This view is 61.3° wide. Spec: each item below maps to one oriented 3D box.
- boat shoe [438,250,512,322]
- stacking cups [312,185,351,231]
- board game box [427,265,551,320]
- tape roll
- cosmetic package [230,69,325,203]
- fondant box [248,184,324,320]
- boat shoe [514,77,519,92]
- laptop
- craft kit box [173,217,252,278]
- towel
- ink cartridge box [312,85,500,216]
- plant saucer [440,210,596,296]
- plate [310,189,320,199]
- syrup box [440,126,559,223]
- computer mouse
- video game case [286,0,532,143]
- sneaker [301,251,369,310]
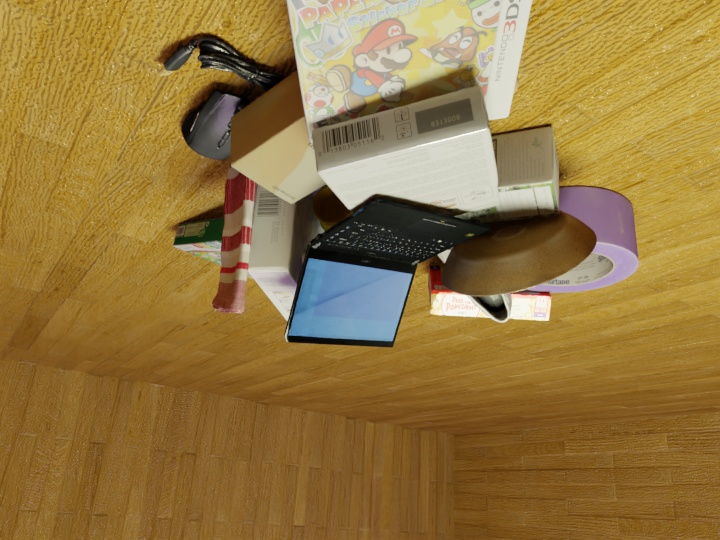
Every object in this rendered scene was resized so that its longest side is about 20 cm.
[{"bbox_3d":[0.173,-0.006,0.934,0.073,0.066,0.200,-39,105,19],"label":"boat shoe"},{"bbox_3d":[-0.024,-0.050,0.890,0.059,0.062,0.201,1,158,8],"label":"stacking cups"},{"bbox_3d":[0.218,0.037,1.064,0.195,0.047,0.152,2,-163,4],"label":"board game box"},{"bbox_3d":[0.308,-0.040,0.914,0.195,0.087,0.201,4,159,1],"label":"tape roll"},{"bbox_3d":[-0.036,-0.158,0.646,0.198,0.072,0.104,-25,145,32],"label":"cosmetic package"},{"bbox_3d":[-0.095,-0.029,0.843,0.057,0.147,0.201,-1,157,10],"label":"fondant box"},{"bbox_3d":[0.091,-0.160,0.664,0.068,0.075,0.199,20,153,-23],"label":"boat shoe"},{"bbox_3d":[0.030,0.014,0.707,0.175,0.105,0.199,7,158,-38],"label":"laptop"},{"bbox_3d":[-0.184,-0.032,1.036,0.198,0.050,0.196,-2,163,44],"label":"craft kit box"},{"bbox_3d":[-0.160,-0.048,0.774,0.022,0.205,0.144,6,174,-21],"label":"towel"},{"bbox_3d":[0.058,-0.100,0.620,0.157,0.048,0.200,-12,164,13],"label":"ink cartridge box"},{"bbox_3d":[0.191,-0.033,0.763,0.197,0.200,0.036,-10,112,31],"label":"plant saucer"},{"bbox_3d":[-0.081,-0.101,0.902,0.195,0.033,0.200,9,157,-10],"label":"plate"},{"bbox_3d":[0.145,-0.111,0.765,0.196,0.083,0.079,-4,153,23],"label":"syrup box"},{"bbox_3d":[-0.173,-0.181,0.696,0.139,0.047,0.198,20,153,-38],"label":"computer mouse"},{"bbox_3d":[0.042,-0.191,0.513,0.196,0.023,0.183,-7,146,-1],"label":"video game case"},{"bbox_3d":[0.000,0.000,0.814,0.078,0.081,0.198,10,-161,43],"label":"sneaker"}]
